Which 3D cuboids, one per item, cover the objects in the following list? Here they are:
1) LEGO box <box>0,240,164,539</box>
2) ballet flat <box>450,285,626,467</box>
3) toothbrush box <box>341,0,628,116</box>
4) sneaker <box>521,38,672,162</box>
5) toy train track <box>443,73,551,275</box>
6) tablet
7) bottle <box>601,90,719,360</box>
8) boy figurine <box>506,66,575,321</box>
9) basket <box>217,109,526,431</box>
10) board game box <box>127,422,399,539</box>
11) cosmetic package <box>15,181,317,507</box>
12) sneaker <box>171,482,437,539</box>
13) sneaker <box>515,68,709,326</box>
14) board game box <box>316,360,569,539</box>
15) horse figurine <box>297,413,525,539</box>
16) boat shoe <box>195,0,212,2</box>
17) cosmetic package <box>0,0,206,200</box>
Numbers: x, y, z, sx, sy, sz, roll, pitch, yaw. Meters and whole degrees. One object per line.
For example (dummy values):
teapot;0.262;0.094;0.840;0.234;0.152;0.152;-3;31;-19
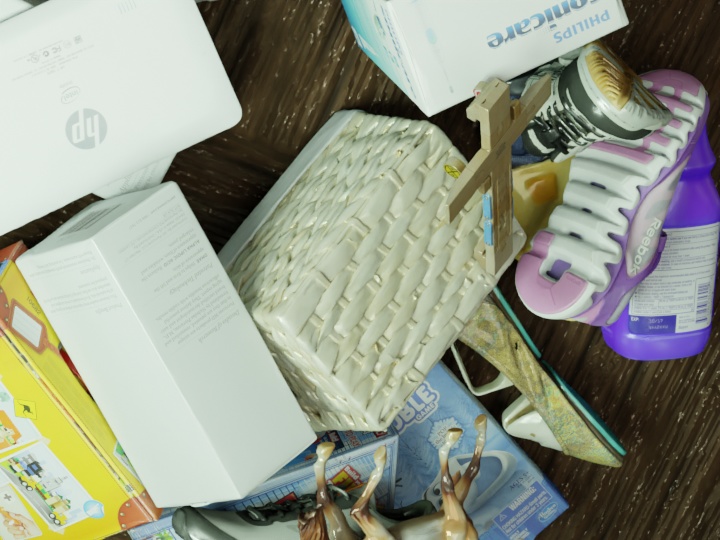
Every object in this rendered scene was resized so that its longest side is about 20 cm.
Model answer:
LEGO box;-0.241;0.099;1.552;0.148;0.077;0.201;-22;117;27
ballet flat;0.118;0.083;1.680;0.071;0.071;0.200;-38;108;2
toothbrush box;0.071;-0.191;1.495;0.146;0.200;0.086;-24;114;-4
sneaker;0.146;-0.102;1.485;0.076;0.200;0.088;44;98;-7
toy train track;0.078;-0.062;1.448;0.115;0.032;0.200;-51;158;-22
tablet;-0.189;-0.113;1.481;0.199;0.014;0.131;-25;113;-3
bottle;0.224;-0.036;1.663;0.083;0.065;0.202;-5;110;-18
boy figurine;0.128;-0.054;1.633;0.123;0.064;0.202;-13;109;-16
basket;0.000;0.000;1.550;0.136;0.123;0.200;47;67;-24
board game box;-0.038;0.200;1.636;0.199;0.062;0.201;-32;112;0
cosmetic package;-0.128;0.052;1.487;0.081;0.113;0.201;-38;106;-34
sneaker;-0.036;0.180;1.565;0.199;0.074;0.080;10;96;-23
sneaker;0.188;-0.045;1.594;0.088;0.080;0.201;34;85;-46
board game box;0.021;0.172;1.697;0.200;0.043;0.199;-42;112;3
horse figurine;0.031;0.175;1.524;0.199;0.050;0.134;-8;105;-34
boat shoe;-0.100;-0.218;1.514;0.199;0.065;0.074;-24;114;-5
cosmetic package;-0.213;-0.127;1.515;0.199;0.074;0.102;27;101;-19
